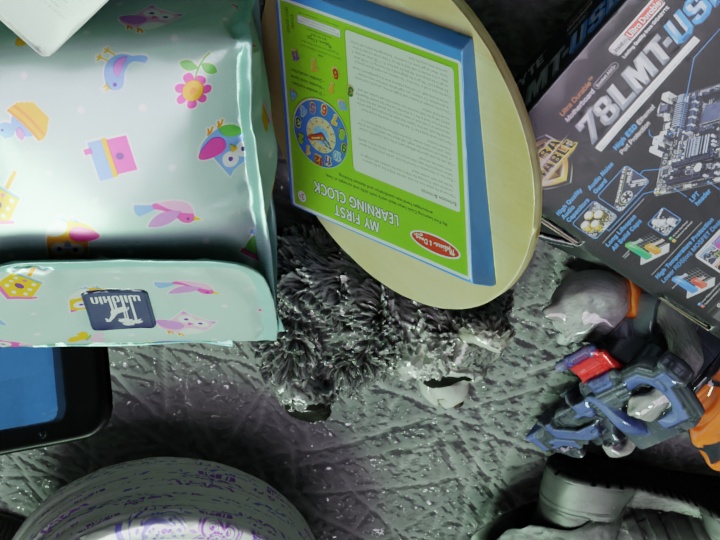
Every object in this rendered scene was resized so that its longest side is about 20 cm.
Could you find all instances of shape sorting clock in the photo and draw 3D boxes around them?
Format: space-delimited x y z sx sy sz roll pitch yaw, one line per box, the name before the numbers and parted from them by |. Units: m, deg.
shape sorting clock | 0.019 -0.074 1.409 0.200 0.039 0.201 28 130 39

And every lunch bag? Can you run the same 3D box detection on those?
lunch bag | -0.126 -0.045 1.435 0.169 0.122 0.201 -3 119 0

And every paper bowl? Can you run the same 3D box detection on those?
paper bowl | -0.119 0.198 1.695 0.199 0.105 0.202 -4 123 -7

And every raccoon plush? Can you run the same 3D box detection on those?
raccoon plush | 0.000 0.000 1.521 0.133 0.097 0.200 -20 129 15

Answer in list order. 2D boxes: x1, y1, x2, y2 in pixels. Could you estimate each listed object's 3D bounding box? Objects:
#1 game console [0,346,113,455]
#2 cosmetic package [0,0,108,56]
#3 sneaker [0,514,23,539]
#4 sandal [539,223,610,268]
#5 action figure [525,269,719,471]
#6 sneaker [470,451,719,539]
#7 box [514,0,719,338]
game console | -0.249 0.008 1.538 0.199 0.117 0.176 -11 132 17
cosmetic package | -0.102 -0.206 1.310 0.081 0.113 0.200 41 129 -18
sneaker | -0.205 0.233 1.784 0.083 0.081 0.200 -17 126 43
sandal | 0.093 -0.044 1.493 0.199 0.043 0.076 23 133 -15
action figure | 0.178 0.063 1.578 0.193 0.105 0.200 34 159 -16
sneaker | 0.162 0.170 1.661 0.199 0.060 0.105 14 111 -1
box | 0.189 -0.077 1.418 0.198 0.050 0.200 31 116 -19
